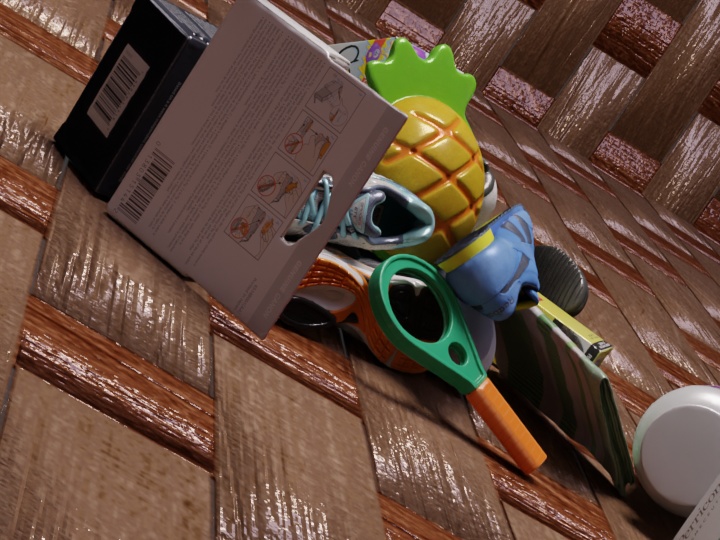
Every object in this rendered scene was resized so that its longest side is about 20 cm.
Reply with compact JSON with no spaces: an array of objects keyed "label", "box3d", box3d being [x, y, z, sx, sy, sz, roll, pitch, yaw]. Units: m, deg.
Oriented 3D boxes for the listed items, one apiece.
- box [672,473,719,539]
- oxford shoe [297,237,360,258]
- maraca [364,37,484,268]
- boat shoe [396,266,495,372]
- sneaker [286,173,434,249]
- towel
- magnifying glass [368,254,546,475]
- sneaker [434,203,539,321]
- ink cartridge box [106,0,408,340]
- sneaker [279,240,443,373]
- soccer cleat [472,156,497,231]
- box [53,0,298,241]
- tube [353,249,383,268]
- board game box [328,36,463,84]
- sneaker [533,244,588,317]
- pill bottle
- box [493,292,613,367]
[{"label":"box","box3d":[0.380,0.215,1.480,0.200,0.199,0.171,31,12,-9]},{"label":"oxford shoe","box3d":[-0.056,-0.072,1.712,0.200,0.084,0.073,-99,168,-56]},{"label":"maraca","box3d":[0.050,-0.099,1.686,0.137,0.201,0.107,5,-4,-35]},{"label":"boat shoe","box3d":[0.074,0.043,1.686,0.200,0.068,0.057,-112,-174,-54]},{"label":"sneaker","box3d":[-0.025,-0.058,1.541,0.199,0.078,0.086,6,7,-36]},{"label":"towel","box3d":[0.161,0.088,1.659,0.200,0.023,0.153,47,-16,45]},{"label":"magnifying glass","box3d":[0.077,0.074,1.514,0.200,0.022,0.080,51,42,-3]},{"label":"sneaker","box3d":[0.116,-0.002,1.611,0.079,0.066,0.200,54,17,-1]},{"label":"ink cartridge box","box3d":[-0.072,-0.077,1.444,0.176,0.200,0.045,39,12,24]},{"label":"sneaker","box3d":[-0.007,0.017,1.563,0.200,0.076,0.092,26,10,-37]},{"label":"soccer cleat","box3d":[0.034,-0.090,1.800,0.199,0.087,0.070,28,53,20]},{"label":"box","box3d":[-0.120,-0.112,1.585,0.200,0.148,0.104,25,14,-39]},{"label":"tube","box3d":[0.000,0.000,1.707,0.077,0.050,0.200,37,7,-16]},{"label":"board game box","box3d":[-0.009,-0.163,1.960,0.200,0.103,0.105,1,-16,46]},{"label":"sneaker","box3d":[0.176,0.024,1.908,0.088,0.074,0.200,38,-11,-27]},{"label":"pill bottle","box3d":[0.292,0.154,1.656,0.112,0.112,0.200,36,7,14]},{"label":"box","box3d":[0.132,0.043,1.806,0.200,0.075,0.050,38,13,17]}]
